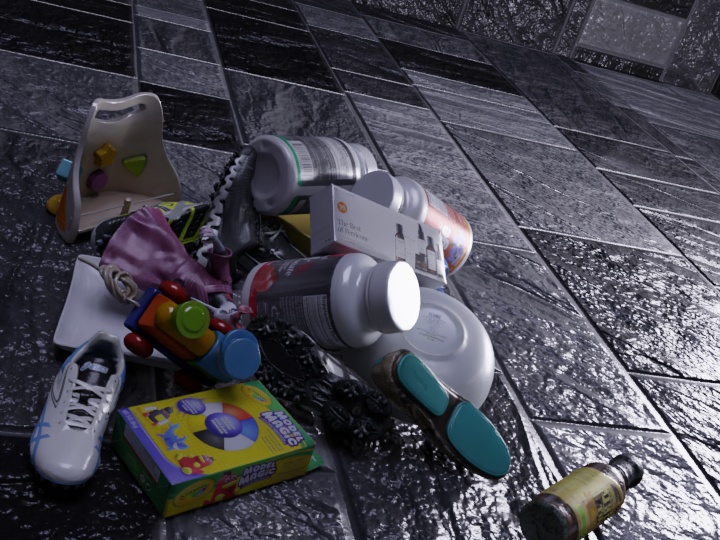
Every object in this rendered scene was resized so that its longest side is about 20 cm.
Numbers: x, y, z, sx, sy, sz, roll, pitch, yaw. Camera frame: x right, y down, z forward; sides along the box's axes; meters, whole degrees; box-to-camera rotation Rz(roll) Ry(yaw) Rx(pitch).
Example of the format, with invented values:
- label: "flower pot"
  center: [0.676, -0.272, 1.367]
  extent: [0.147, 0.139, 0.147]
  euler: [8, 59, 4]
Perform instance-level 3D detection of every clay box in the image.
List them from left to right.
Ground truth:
- label: "clay box"
  center: [-0.137, 0.173, 0.951]
  extent: [0.199, 0.048, 0.115]
  euler: [-9, 38, -42]

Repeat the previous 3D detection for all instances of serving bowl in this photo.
- label: "serving bowl"
  center: [0.079, 0.091, 1.161]
  extent: [0.198, 0.066, 0.201]
  euler: [10, 46, -10]

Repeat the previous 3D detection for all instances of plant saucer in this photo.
- label: "plant saucer"
  center: [-0.068, -0.072, 1.428]
  extent: [0.199, 0.049, 0.200]
  euler: [32, 27, 9]

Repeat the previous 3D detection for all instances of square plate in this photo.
- label: "square plate"
  center: [-0.253, 0.056, 1.115]
  extent: [0.196, 0.029, 0.200]
  euler: [11, 28, -14]

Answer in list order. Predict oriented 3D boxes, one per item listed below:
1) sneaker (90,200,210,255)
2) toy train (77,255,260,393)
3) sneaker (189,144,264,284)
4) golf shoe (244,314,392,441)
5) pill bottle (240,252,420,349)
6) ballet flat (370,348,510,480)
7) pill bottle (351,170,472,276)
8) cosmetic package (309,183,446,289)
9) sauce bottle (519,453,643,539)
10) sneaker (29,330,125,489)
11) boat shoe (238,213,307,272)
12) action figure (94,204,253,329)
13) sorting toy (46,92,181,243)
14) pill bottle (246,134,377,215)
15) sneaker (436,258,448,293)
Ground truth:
- label: "sneaker"
  center: [-0.285, -0.051, 1.268]
  extent: [0.076, 0.076, 0.199]
  euler: [12, 16, 37]
- label: "toy train"
  center: [-0.198, 0.048, 0.963]
  extent: [0.200, 0.085, 0.115]
  euler: [42, -24, -25]
- label: "sneaker"
  center: [-0.167, -0.070, 1.272]
  extent: [0.090, 0.202, 0.066]
  euler: [23, -14, -18]
- label: "golf shoe"
  center: [-0.052, 0.127, 1.068]
  extent: [0.199, 0.078, 0.094]
  euler: [38, -2, 12]
- label: "pill bottle"
  center: [-0.034, 0.037, 1.108]
  extent: [0.199, 0.112, 0.111]
  euler: [-5, 14, 31]
- label: "ballet flat"
  center: [0.087, 0.165, 1.066]
  extent: [0.200, 0.075, 0.068]
  euler: [44, 58, -16]
- label: "pill bottle"
  center: [0.073, -0.070, 1.394]
  extent: [0.199, 0.112, 0.112]
  euler: [29, 13, -46]
- label: "cosmetic package"
  center: [0.025, -0.037, 1.194]
  extent: [0.199, 0.050, 0.083]
  euler: [19, 55, -39]
- label: "sauce bottle"
  center: [0.254, 0.251, 1.040]
  extent: [0.065, 0.065, 0.199]
  euler: [36, 33, 31]
- label: "sneaker"
  center: [-0.274, 0.132, 0.914]
  extent: [0.071, 0.073, 0.201]
  euler: [15, 28, -12]
- label: "boat shoe"
  center: [-0.137, -0.039, 1.319]
  extent: [0.199, 0.071, 0.072]
  euler: [28, 28, 17]
- label: "action figure"
  center: [-0.215, 0.018, 1.112]
  extent: [0.199, 0.134, 0.149]
  euler: [35, -14, 5]
- label: "sorting toy"
  center: [-0.339, -0.155, 1.285]
  extent: [0.106, 0.181, 0.199]
  euler: [32, 29, 24]
- label: "pill bottle"
  center: [-0.072, -0.139, 1.362]
  extent: [0.113, 0.114, 0.199]
  euler: [37, 26, 31]
- label: "sneaker"
  center: [0.085, 0.043, 1.315]
  extent: [0.082, 0.074, 0.200]
  euler: [26, 36, 18]
